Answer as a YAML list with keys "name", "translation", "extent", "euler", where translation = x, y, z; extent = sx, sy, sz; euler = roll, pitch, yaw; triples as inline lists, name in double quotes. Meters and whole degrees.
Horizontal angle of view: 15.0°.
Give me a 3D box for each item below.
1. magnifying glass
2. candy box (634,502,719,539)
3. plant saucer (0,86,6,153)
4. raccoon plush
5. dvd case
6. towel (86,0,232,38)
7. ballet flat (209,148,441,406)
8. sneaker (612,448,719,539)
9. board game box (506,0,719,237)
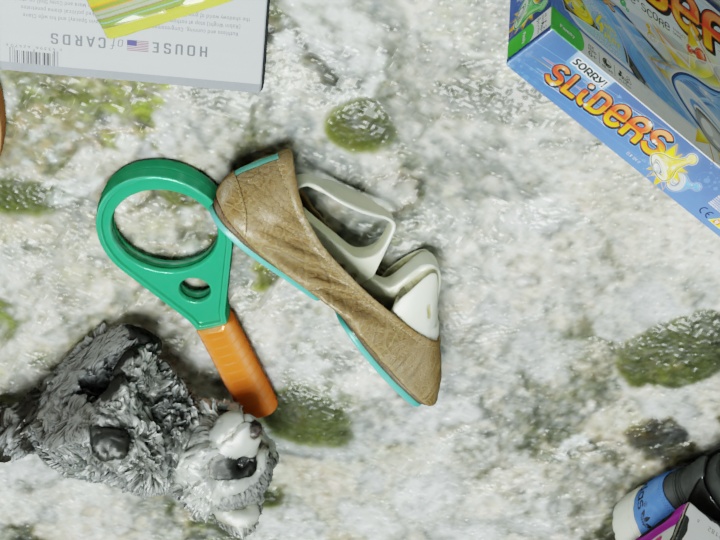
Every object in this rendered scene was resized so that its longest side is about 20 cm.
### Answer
- name: "magnifying glass"
  translation: [-0.095, 0.013, 1.624]
  extent: [0.079, 0.022, 0.201]
  euler: [-12, 129, 16]
- name: "candy box"
  translation: [0.235, 0.243, 1.678]
  extent: [0.199, 0.061, 0.136]
  euler: [34, 141, -8]
- name: "plant saucer"
  translation: [-0.300, -0.087, 1.540]
  extent: [0.199, 0.032, 0.201]
  euler: [2, 133, 2]
- name: "raccoon plush"
  translation: [-0.140, 0.106, 1.681]
  extent: [0.134, 0.097, 0.199]
  euler: [41, 153, -30]
- name: "dvd case"
  translation: [-0.119, -0.183, 1.441]
  extent: [0.149, 0.025, 0.201]
  euler: [6, 133, -1]
- name: "towel"
  translation: [-0.128, -0.210, 1.392]
  extent: [0.085, 0.018, 0.201]
  euler: [-16, 128, 11]
- name: "ballet flat"
  translation: [0.000, 0.000, 1.583]
  extent: [0.072, 0.068, 0.200]
  euler: [-40, 116, 12]
- name: "sneaker"
  translation: [0.265, 0.182, 1.707]
  extent: [0.199, 0.077, 0.111]
  euler: [36, 135, -18]
- name: "board game box"
  translation: [0.158, -0.101, 1.417]
  extent: [0.200, 0.136, 0.034]
  euler: [36, 127, -26]
